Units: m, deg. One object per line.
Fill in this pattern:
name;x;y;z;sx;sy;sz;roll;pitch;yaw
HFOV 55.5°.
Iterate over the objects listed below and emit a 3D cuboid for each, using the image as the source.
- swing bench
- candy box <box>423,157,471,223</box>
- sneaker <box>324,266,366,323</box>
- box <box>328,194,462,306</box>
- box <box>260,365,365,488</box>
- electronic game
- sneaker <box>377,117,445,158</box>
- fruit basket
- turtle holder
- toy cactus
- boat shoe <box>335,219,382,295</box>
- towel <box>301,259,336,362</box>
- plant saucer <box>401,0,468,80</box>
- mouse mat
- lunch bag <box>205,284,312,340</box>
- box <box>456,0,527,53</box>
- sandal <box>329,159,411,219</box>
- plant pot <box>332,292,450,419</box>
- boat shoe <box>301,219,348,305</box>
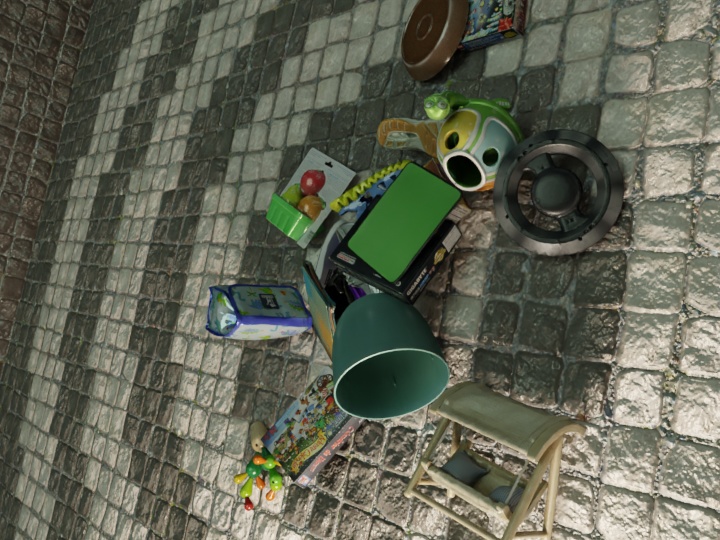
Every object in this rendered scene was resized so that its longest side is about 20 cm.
swing bench;0.200;0.286;1.036;0.199;0.130;0.201;15;88;47
candy box;0.104;-0.104;1.307;0.200;0.056;0.117;-41;52;27
sneaker;-0.027;0.021;1.367;0.069;0.099;0.201;-19;65;38
box;0.060;-0.042;1.224;0.200;0.046;0.159;27;75;44
box;-0.086;0.300;1.332;0.200;0.038;0.137;-48;44;-7
electronic game;0.308;-0.122;1.077;0.199;0.042;0.201;-1;88;22
sneaker;0.136;-0.261;1.314;0.200;0.088;0.076;18;112;25
fruit basket;-0.112;-0.163;1.540;0.200;0.094;0.185;-52;45;-1
turtle holder;0.193;-0.219;1.152;0.141;0.186;0.132;9;46;31
toy cactus;-0.211;0.393;1.454;0.200;0.102;0.165;-62;34;23
boat shoe;0.000;-0.001;1.324;0.070;0.071;0.201;103;151;-69
towel;-0.073;0.093;1.355;0.147;0.022;0.200;-124;19;-44
plant saucer;0.139;-0.485;1.375;0.200;0.034;0.201;-32;52;52
mouse mat;0.072;-0.087;1.191;0.200;0.008;0.161;-53;44;4
lunch bag;-0.218;0.092;1.454;0.200;0.170;0.128;15;100;59
box;0.252;-0.528;1.301;0.137;0.040;0.201;-1;77;45
sandal;0.038;-0.153;1.389;0.200;0.079;0.087;-31;94;27
plant pot;0.040;0.138;1.203;0.201;0.200;0.161;-43;40;28
boat shoe;-0.077;-0.018;1.457;0.070;0.071;0.200;28;105;43
